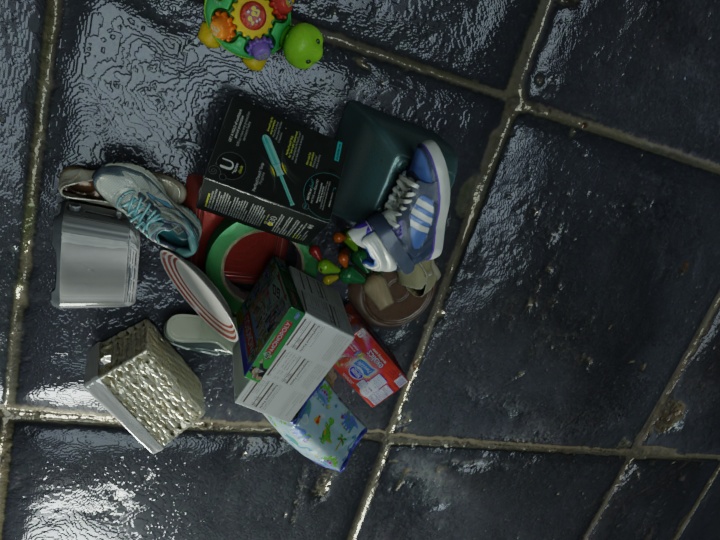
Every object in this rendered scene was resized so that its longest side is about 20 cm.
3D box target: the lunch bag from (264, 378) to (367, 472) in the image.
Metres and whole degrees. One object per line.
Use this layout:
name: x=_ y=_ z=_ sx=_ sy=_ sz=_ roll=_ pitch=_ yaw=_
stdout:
lunch bag: x=-0.113 y=0.279 z=1.117 sx=0.170 sy=0.199 sz=0.128 roll=55 pitch=55 yaw=-27

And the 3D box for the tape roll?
tape roll: x=-0.178 y=-0.012 z=1.040 sx=0.199 sy=0.048 sz=0.201 roll=-7 pitch=116 yaw=-15

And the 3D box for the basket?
basket: x=-0.390 y=0.208 z=1.064 sx=0.123 sy=0.136 sz=0.200 roll=-33 pitch=120 yaw=-4

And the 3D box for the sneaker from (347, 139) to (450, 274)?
sneaker: x=0.052 y=-0.088 z=0.873 sx=0.146 sy=0.081 sz=0.201 roll=-13 pitch=123 yaw=-17

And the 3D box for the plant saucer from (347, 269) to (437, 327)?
plant saucer: x=0.074 y=0.037 z=1.196 sx=0.199 sy=0.035 sz=0.201 roll=-8 pitch=117 yaw=-16

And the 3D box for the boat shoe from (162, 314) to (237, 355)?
boat shoe: x=-0.282 y=0.128 z=1.117 sx=0.199 sy=0.073 sz=0.062 roll=15 pitch=152 yaw=-31

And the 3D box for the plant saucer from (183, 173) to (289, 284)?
plant saucer: x=-0.222 y=-0.062 z=1.051 sx=0.199 sy=0.037 sz=0.201 roll=5 pitch=113 yaw=-20

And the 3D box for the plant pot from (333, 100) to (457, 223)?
plant pot: x=0.059 y=-0.157 z=1.006 sx=0.195 sy=0.200 sz=0.197 roll=14 pitch=108 yaw=-24

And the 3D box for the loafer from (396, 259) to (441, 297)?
loafer: x=0.099 y=-0.003 z=1.081 sx=0.200 sy=0.075 sz=0.069 roll=42 pitch=68 yaw=-56

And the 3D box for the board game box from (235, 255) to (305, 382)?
board game box: x=-0.153 y=0.072 z=0.945 sx=0.029 sy=0.200 sz=0.135 roll=30 pitch=102 yaw=-26

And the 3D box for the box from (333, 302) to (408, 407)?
box: x=0.002 y=0.176 z=1.190 sx=0.100 sy=0.096 sz=0.200 roll=-37 pitch=126 yaw=3

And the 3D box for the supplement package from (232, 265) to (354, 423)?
supplement package: x=-0.122 y=0.125 z=0.995 sx=0.111 sy=0.156 sz=0.200 roll=30 pitch=107 yaw=-25

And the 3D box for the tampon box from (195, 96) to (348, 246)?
tampon box: x=-0.144 y=-0.153 z=0.935 sx=0.199 sy=0.126 sz=0.151 roll=20 pitch=68 yaw=-16

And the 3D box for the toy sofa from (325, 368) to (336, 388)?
toy sofa: x=-0.128 y=0.167 z=1.172 sx=0.082 sy=0.098 sz=0.200 roll=-19 pitch=122 yaw=18

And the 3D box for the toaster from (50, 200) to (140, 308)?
toaster: x=-0.438 y=-0.014 z=0.957 sx=0.129 sy=0.114 sz=0.201 roll=4 pitch=116 yaw=-23

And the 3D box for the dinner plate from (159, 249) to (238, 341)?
dinner plate: x=-0.273 y=0.041 z=0.996 sx=0.024 sy=0.200 sz=0.201 roll=-41 pitch=122 yaw=-24

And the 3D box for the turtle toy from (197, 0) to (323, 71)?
turtle toy: x=-0.149 y=-0.381 z=0.888 sx=0.199 sy=0.101 sz=0.146 roll=22 pitch=106 yaw=-26

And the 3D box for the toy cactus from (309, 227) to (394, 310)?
toy cactus: x=0.000 y=0.000 z=1.065 sx=0.102 sy=0.166 sz=0.200 roll=-36 pitch=168 yaw=31

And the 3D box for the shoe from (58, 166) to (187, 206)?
shoe: x=-0.390 y=-0.129 z=0.953 sx=0.199 sy=0.053 sz=0.070 roll=3 pitch=113 yaw=-19

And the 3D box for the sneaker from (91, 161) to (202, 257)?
sneaker: x=-0.330 y=-0.093 z=0.917 sx=0.078 sy=0.086 sz=0.200 roll=-41 pitch=129 yaw=14
